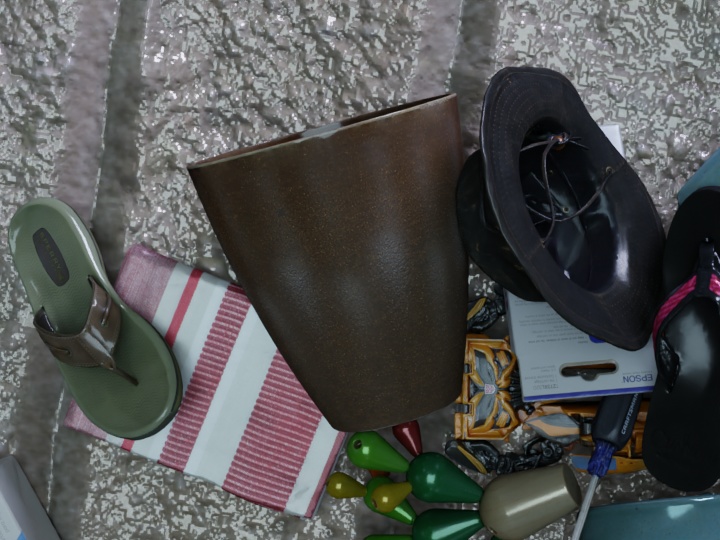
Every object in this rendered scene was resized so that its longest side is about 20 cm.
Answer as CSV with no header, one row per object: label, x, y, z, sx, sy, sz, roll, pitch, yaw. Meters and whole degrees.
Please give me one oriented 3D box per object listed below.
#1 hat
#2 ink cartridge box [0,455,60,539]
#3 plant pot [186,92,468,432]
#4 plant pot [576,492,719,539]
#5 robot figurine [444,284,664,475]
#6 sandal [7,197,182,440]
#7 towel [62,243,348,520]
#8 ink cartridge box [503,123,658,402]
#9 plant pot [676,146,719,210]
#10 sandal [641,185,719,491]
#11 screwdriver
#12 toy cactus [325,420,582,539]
hat,0.115,-0.030,0.916,0.081,0.201,0.201,-26,90,36
ink cartridge box,-0.319,0.234,1.025,0.200,0.067,0.116,-29,90,3
plant pot,0.000,0.000,0.957,0.187,0.187,0.200,-15,98,3
plant pot,0.220,0.248,0.947,0.200,0.200,0.188,-6,77,3
robot figurine,0.149,0.082,1.003,0.200,0.058,0.145,-1,89,3
sandal,-0.201,0.036,0.999,0.080,0.057,0.201,-38,75,10
towel,-0.102,0.083,1.035,0.200,0.023,0.144,22,91,1
ink cartridge box,0.145,-0.004,0.976,0.095,0.037,0.200,-5,66,0
plant pot,0.324,-0.038,0.933,0.200,0.196,0.196,-24,90,18
sandal,0.216,0.048,0.885,0.075,0.045,0.200,13,104,28
screwdriver,0.148,0.149,0.924,0.028,0.029,0.200,11,61,28
toy cactus,0.075,0.174,0.983,0.165,0.102,0.200,-24,104,21
